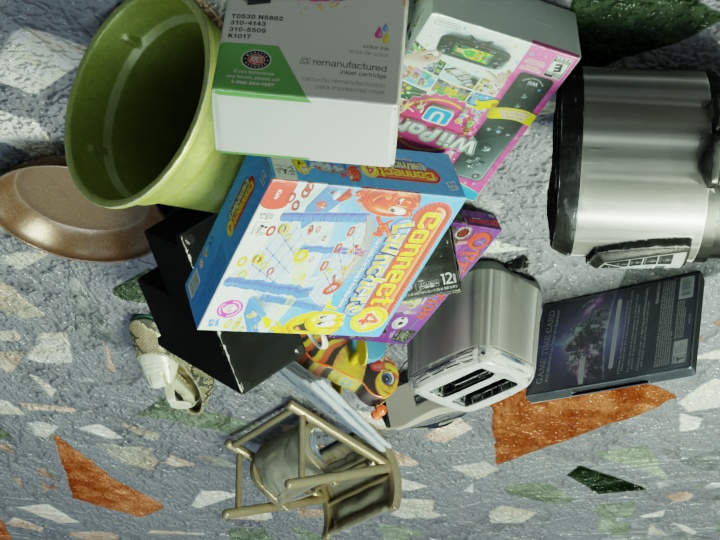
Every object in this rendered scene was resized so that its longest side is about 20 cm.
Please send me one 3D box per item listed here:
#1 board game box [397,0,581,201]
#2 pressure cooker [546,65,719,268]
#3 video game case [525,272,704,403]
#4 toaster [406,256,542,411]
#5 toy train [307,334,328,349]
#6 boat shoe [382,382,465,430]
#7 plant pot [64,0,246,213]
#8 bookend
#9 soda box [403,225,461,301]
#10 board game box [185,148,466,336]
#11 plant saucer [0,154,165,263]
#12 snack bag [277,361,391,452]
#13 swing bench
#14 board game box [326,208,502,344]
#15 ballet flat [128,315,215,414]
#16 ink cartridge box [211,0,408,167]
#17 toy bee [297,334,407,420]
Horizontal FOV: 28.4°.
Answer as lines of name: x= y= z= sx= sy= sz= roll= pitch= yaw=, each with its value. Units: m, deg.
board game box: x=0.083 y=-0.162 z=1.267 sx=0.146 sy=0.065 sz=0.200 roll=14 pitch=141 yaw=-19
pressure cooker: x=0.270 y=-0.095 z=1.278 sx=0.197 sy=0.177 sz=0.180 roll=2 pitch=134 yaw=4
video game case: x=0.289 y=0.077 z=1.610 sx=0.198 sy=0.144 sz=0.019 roll=-14 pitch=129 yaw=31
toaster: x=0.135 y=0.079 z=1.653 sx=0.113 sy=0.131 sz=0.199 roll=24 pitch=146 yaw=-31
toy train: x=-0.088 y=-0.005 z=1.573 sx=0.199 sy=0.055 sz=0.151 roll=34 pitch=147 yaw=39
boat shoe: x=0.127 y=0.160 z=1.876 sx=0.199 sy=0.076 sz=0.092 roll=-21 pitch=161 yaw=34
plant pot: x=-0.137 y=-0.131 z=1.297 sx=0.199 sy=0.203 sz=0.183 roll=-21 pitch=153 yaw=38
bookend: x=-0.175 y=0.006 z=1.568 sx=0.199 sy=0.092 sz=0.201 roll=21 pitch=136 yaw=53
soda box: x=0.000 y=0.000 z=1.440 sx=0.197 sy=0.072 sz=0.063 roll=-11 pitch=-169 yaw=4
board game box: x=-0.035 y=-0.026 z=1.288 sx=0.194 sy=0.056 sz=0.201 roll=3 pitch=137 yaw=-28
plant saucer: x=-0.308 y=-0.072 z=1.561 sx=0.198 sy=0.037 sz=0.201 roll=4 pitch=150 yaw=3
snack bag: x=-0.067 y=0.145 z=1.808 sx=0.199 sy=0.021 sz=0.189 roll=29 pitch=168 yaw=45
swing bench: x=-0.071 y=0.299 z=2.087 sx=0.198 sy=0.131 sz=0.198 roll=17 pitch=149 yaw=-30
board game box: x=0.053 y=0.007 z=1.553 sx=0.119 sy=0.032 sz=0.201 roll=2 pitch=138 yaw=-39
ballet flat: x=-0.248 y=0.136 z=1.877 sx=0.067 sy=0.076 sz=0.200 roll=-4 pitch=149 yaw=19
ink cartridge box: x=-0.035 y=-0.192 z=1.136 sx=0.143 sy=0.202 sz=0.084 roll=5 pitch=148 yaw=1
toy bee: x=0.006 y=0.126 z=1.782 sx=0.197 sy=0.110 sz=0.131 roll=3 pitch=150 yaw=5
